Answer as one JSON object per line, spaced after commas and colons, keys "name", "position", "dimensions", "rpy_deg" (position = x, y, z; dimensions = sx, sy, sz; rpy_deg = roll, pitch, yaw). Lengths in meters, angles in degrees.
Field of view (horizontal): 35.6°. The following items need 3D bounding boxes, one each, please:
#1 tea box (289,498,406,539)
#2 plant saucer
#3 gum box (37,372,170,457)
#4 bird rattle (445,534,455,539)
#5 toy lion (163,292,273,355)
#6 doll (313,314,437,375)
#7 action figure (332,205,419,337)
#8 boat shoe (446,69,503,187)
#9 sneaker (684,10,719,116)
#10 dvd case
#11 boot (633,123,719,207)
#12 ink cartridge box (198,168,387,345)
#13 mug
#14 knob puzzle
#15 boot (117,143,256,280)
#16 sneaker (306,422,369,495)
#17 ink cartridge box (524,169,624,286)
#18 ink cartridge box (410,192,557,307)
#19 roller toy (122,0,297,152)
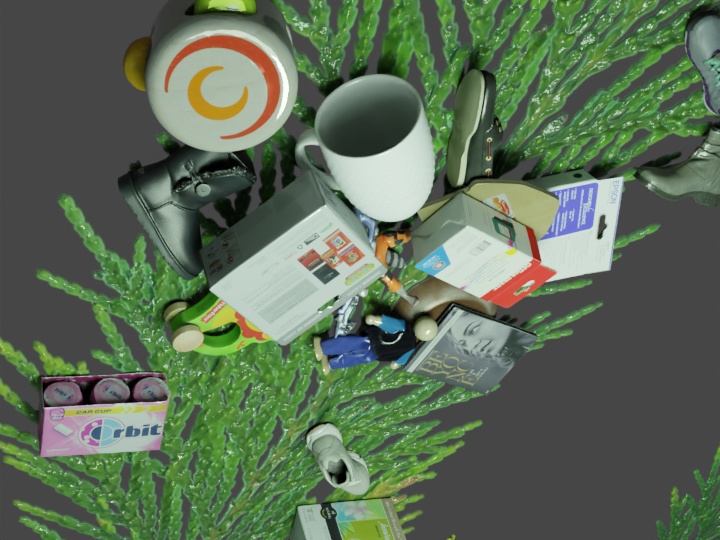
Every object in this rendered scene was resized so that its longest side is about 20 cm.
{"name": "tea box", "position": [-0.031, 0.555, 2.145], "dimensions": [0.195, 0.134, 0.201], "rpy_deg": [-2, 131, -20]}
{"name": "plant saucer", "position": [0.142, 0.090, 1.868], "dimensions": [0.199, 0.037, 0.201], "rpy_deg": [-11, 132, -12]}
{"name": "gum box", "position": [-0.399, 0.225, 1.756], "dimensions": [0.199, 0.066, 0.114], "rpy_deg": [0, 131, -21]}
{"name": "bird rattle", "position": [0.112, 0.611, 2.304], "dimensions": [0.162, 0.113, 0.200], "rpy_deg": [28, 129, -24]}
{"name": "toy lion", "position": [-0.170, 0.061, 1.711], "dimensions": [0.200, 0.069, 0.191], "rpy_deg": [-42, 139, 17]}
{"name": "doll", "position": [0.027, 0.114, 1.807], "dimensions": [0.199, 0.049, 0.137], "rpy_deg": [-13, 135, 8]}
{"name": "action figure", "position": [0.000, 0.000, 1.691], "dimensions": [0.192, 0.105, 0.201], "rpy_deg": [14, 99, -25]}
{"name": "boat shoe", "position": [0.168, -0.203, 1.593], "dimensions": [0.063, 0.074, 0.202], "rpy_deg": [-8, 138, -12]}
{"name": "sneaker", "position": [0.538, -0.291, 1.646], "dimensions": [0.074, 0.088, 0.200], "rpy_deg": [-31, 134, 7]}
{"name": "dvd case", "position": [0.186, 0.137, 1.891], "dimensions": [0.199, 0.016, 0.149], "rpy_deg": [20, 121, -34]}
{"name": "boot", "position": [0.528, -0.177, 1.770], "dimensions": [0.199, 0.068, 0.131], "rpy_deg": [5, 124, -34]}
{"name": "ink cartridge box", "position": [-0.090, -0.013, 1.557], "dimensions": [0.199, 0.084, 0.176], "rpy_deg": [-35, 135, 11]}
{"name": "mug", "position": [0.006, -0.155, 1.540], "dimensions": [0.199, 0.148, 0.176], "rpy_deg": [1, 147, 18]}
{"name": "knob puzzle", "position": [0.202, -0.081, 1.693], "dimensions": [0.218, 0.031, 0.220], "rpy_deg": [-5, 142, -4]}
{"name": "boot", "position": [-0.214, -0.090, 1.541], "dimensions": [0.167, 0.077, 0.201], "rpy_deg": [-24, 128, 6]}
{"name": "sneaker", "position": [-0.035, 0.362, 2.002], "dimensions": [0.075, 0.092, 0.200], "rpy_deg": [-29, 134, 6]}
{"name": "ink cartridge box", "position": [0.311, -0.065, 1.788], "dimensions": [0.199, 0.044, 0.199], "rpy_deg": [-10, 132, -9]}
{"name": "ink cartridge box", "position": [0.186, -0.025, 1.681], "dimensions": [0.199, 0.068, 0.116], "rpy_deg": [24, 133, -35]}
{"name": "roller toy", "position": [-0.172, -0.250, 1.373], "dimensions": [0.200, 0.140, 0.182], "rpy_deg": [-38, 122, 19]}
